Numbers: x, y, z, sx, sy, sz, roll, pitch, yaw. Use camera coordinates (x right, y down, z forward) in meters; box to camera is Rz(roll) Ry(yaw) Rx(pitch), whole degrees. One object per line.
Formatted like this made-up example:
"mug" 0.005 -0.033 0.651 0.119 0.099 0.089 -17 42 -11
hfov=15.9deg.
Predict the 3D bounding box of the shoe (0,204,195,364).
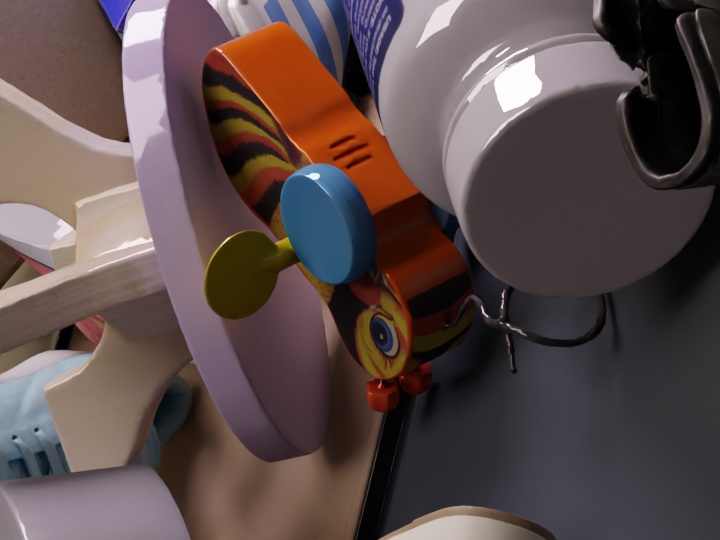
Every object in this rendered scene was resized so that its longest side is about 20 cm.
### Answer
"shoe" -0.094 0.007 1.235 0.200 0.091 0.072 27 75 36

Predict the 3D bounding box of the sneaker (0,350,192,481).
"sneaker" -0.137 0.079 1.167 0.200 0.081 0.074 -46 -51 -62

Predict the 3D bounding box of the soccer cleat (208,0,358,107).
"soccer cleat" -0.037 -0.130 1.194 0.070 0.086 0.201 -27 49 54

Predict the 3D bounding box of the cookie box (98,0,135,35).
"cookie box" -0.072 -0.229 1.344 0.201 0.075 0.171 -60 28 17

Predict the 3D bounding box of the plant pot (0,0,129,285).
"plant pot" -0.230 -0.079 1.373 0.200 0.177 0.200 -53 5 -34

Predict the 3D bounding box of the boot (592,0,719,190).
"boot" 0.130 -0.093 0.793 0.068 0.130 0.201 -46 35 39

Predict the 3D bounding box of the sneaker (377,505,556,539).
"sneaker" -0.003 0.160 0.942 0.200 0.067 0.090 -36 39 47

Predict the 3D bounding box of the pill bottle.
"pill bottle" 0.059 -0.085 0.939 0.120 0.119 0.200 -55 29 28

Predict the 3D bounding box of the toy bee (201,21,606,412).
"toy bee" 0.000 0.000 1.011 0.109 0.130 0.201 101 155 -43

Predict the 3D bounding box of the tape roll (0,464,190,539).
"tape roll" -0.106 0.181 1.042 0.200 0.066 0.202 174 90 -73

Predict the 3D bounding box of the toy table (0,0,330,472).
"toy table" -0.097 -0.007 1.090 0.116 0.184 0.201 -14 90 19
